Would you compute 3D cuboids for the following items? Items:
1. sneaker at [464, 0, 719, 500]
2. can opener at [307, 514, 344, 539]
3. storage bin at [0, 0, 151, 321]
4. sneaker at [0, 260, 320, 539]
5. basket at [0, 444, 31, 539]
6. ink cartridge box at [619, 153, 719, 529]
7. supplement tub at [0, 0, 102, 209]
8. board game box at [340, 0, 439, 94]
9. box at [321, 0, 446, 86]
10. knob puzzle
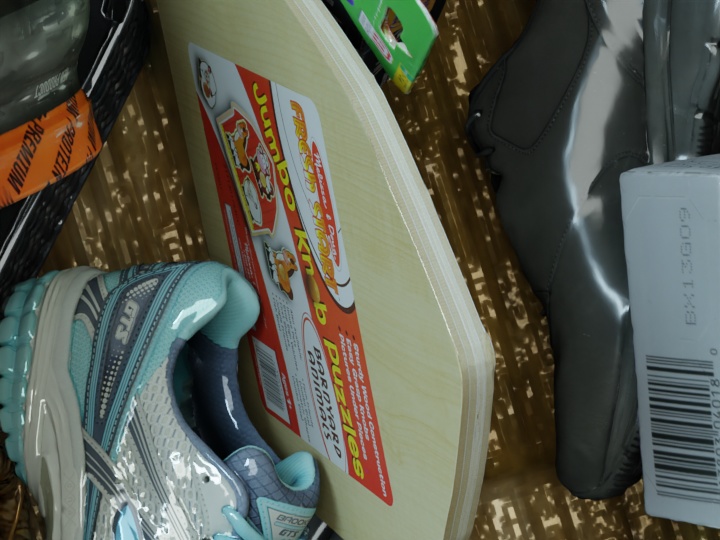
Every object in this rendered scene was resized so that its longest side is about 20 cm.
[{"bbox_3d":[0.076,-0.026,0.924,0.091,0.076,0.200,7,87,18],"label":"sneaker"},{"bbox_3d":[-0.036,0.158,0.919,0.066,0.053,0.200,31,87,-33],"label":"can opener"},{"bbox_3d":[-0.165,-0.035,0.904,0.135,0.094,0.200,26,86,1],"label":"storage bin"},{"bbox_3d":[-0.055,0.089,0.856,0.086,0.078,0.200,-15,78,20],"label":"sneaker"},{"bbox_3d":[-0.130,0.147,0.835,0.149,0.200,0.143,-39,86,-4],"label":"basket"},{"bbox_3d":[0.175,0.010,0.902,0.200,0.050,0.109,-10,99,-36],"label":"ink cartridge box"},{"bbox_3d":[-0.152,-0.109,0.791,0.122,0.123,0.200,-21,101,-2],"label":"supplement tub"},{"bbox_3d":[-0.027,-0.143,0.752,0.030,0.096,0.200,-27,86,-6],"label":"board game box"},{"bbox_3d":[-0.056,-0.143,0.880,0.044,0.160,0.200,-43,87,-7],"label":"box"},{"bbox_3d":[0.000,0.000,0.830,0.030,0.220,0.220,-17,86,-19],"label":"knob puzzle"}]
